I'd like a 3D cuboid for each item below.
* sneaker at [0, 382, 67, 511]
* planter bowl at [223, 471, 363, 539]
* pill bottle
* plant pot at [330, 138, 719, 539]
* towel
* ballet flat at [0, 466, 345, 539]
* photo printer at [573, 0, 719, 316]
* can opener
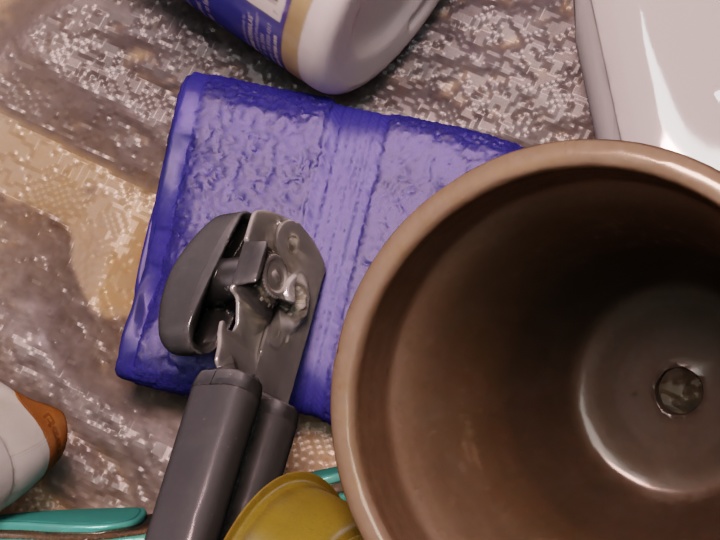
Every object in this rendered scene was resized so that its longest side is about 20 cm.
[{"bbox_3d":[-0.221,0.062,1.116,0.200,0.085,0.073,19,115,25],"label":"sneaker"},{"bbox_3d":[0.002,0.182,0.966,0.083,0.200,0.201,4,73,21],"label":"planter bowl"},{"bbox_3d":[-0.059,-0.180,1.137,0.200,0.120,0.120,35,79,16],"label":"pill bottle"},{"bbox_3d":[0.108,0.050,0.976,0.200,0.175,0.201,1,92,19],"label":"plant pot"},{"bbox_3d":[0.000,0.000,1.120,0.200,0.050,0.148,12,81,8],"label":"towel"},{"bbox_3d":[-0.086,0.131,1.077,0.200,0.067,0.071,-8,89,4],"label":"ballet flat"},{"bbox_3d":[0.187,-0.077,1.113,0.166,0.069,0.200,-10,73,1],"label":"photo printer"},{"bbox_3d":[-0.064,0.066,1.049,0.067,0.053,0.200,-4,59,37],"label":"can opener"}]
